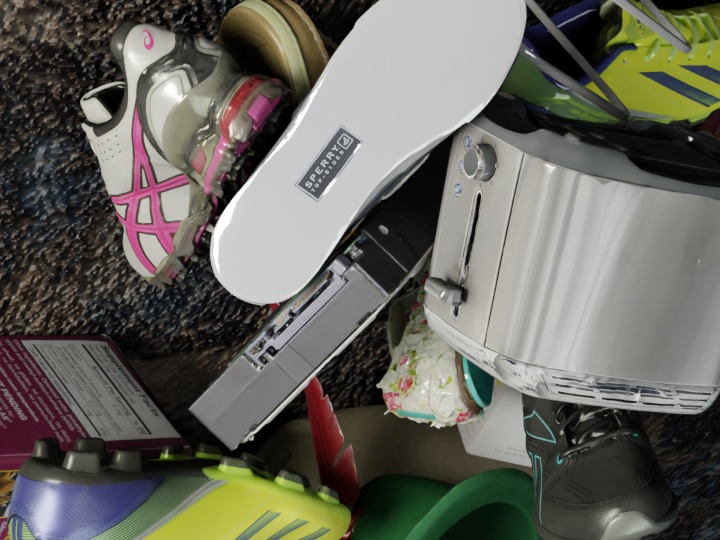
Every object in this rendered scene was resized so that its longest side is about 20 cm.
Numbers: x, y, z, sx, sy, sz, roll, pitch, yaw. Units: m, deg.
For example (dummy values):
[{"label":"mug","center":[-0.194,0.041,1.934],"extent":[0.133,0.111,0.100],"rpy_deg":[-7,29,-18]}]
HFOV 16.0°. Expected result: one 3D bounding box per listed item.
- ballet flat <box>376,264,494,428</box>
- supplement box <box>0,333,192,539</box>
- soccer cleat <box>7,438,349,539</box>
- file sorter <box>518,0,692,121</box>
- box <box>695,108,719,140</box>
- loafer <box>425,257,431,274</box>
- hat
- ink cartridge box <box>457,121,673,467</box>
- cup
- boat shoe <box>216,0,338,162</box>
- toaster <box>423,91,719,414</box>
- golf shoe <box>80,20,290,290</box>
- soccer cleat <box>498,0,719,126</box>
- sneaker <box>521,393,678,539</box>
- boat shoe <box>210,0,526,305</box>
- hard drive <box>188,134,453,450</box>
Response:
[{"label":"ballet flat","center":[0.048,0.006,1.437],"extent":[0.064,0.200,0.076],"rpy_deg":[-12,129,25]},{"label":"supplement box","center":[-0.211,0.111,1.347],"extent":[0.200,0.103,0.131],"rpy_deg":[2,128,-45]},{"label":"soccer cleat","center":[-0.093,0.133,1.310],"extent":[0.200,0.065,0.084],"rpy_deg":[8,93,-40]},{"label":"file sorter","center":[0.142,-0.196,1.283],"extent":[0.200,0.125,0.139],"rpy_deg":[-46,147,13]},{"label":"box","center":[0.305,-0.061,1.633],"extent":[0.200,0.096,0.100],"rpy_deg":[13,122,-51]},{"label":"loafer","center":[0.125,0.008,1.377],"extent":[0.200,0.076,0.068],"rpy_deg":[-6,97,-26]},{"label":"hat","center":[-0.004,0.149,1.468],"extent":[0.166,0.176,0.200],"rpy_deg":[30,87,-55]},{"label":"ink cartridge box","center":[0.122,0.005,1.513],"extent":[0.068,0.115,0.200],"rpy_deg":[14,124,-26]},{"label":"cup","center":[0.005,0.162,1.569],"extent":[0.143,0.200,0.200],"rpy_deg":[24,116,-27]},{"label":"boat shoe","center":[-0.021,-0.086,1.318],"extent":[0.063,0.073,0.201],"rpy_deg":[-38,151,-11]},{"label":"toaster","center":[0.124,-0.007,1.265],"extent":[0.200,0.114,0.129],"rpy_deg":[7,106,-34]},{"label":"golf shoe","center":[-0.097,-0.061,1.284],"extent":[0.073,0.092,0.200],"rpy_deg":[-54,176,-29]},{"label":"soccer cleat","center":[0.160,-0.123,1.447],"extent":[0.200,0.065,0.084],"rpy_deg":[-17,140,-28]},{"label":"sneaker","center":[0.116,0.088,1.378],"extent":[0.075,0.200,0.079],"rpy_deg":[-17,108,-3]},{"label":"boat shoe","center":[0.004,-0.068,1.232],"extent":[0.200,0.072,0.068],"rpy_deg":[-52,-177,10]},{"label":"hard drive","center":[0.000,0.000,1.335],"extent":[0.140,0.038,0.200],"rpy_deg":[-45,-178,34]}]
